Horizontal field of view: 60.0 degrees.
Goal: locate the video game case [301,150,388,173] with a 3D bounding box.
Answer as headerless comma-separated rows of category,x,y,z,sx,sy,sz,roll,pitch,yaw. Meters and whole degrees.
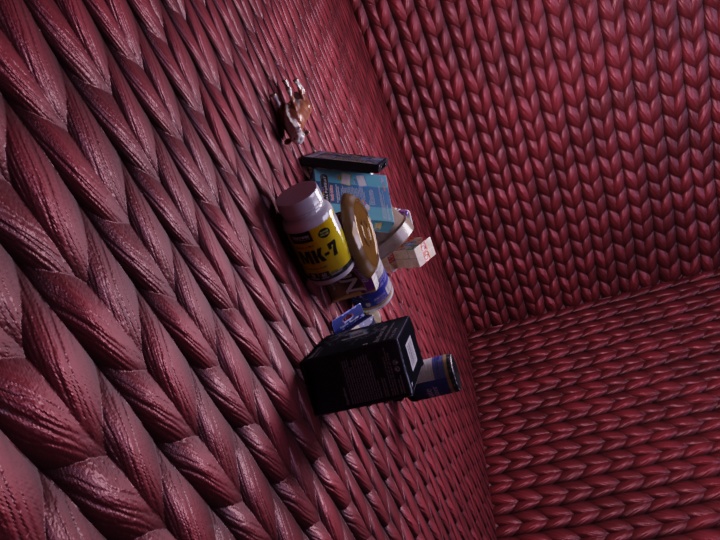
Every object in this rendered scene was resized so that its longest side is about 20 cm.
video game case,-0.036,-0.285,1.629,0.181,0.198,0.026,-58,153,-72

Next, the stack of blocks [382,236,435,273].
stack of blocks,0.108,-0.045,1.861,0.115,0.199,0.059,-39,115,-40

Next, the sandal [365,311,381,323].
sandal,0.025,0.073,1.762,0.081,0.053,0.201,-85,156,-56

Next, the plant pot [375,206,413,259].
plant pot,0.025,-0.136,1.767,0.174,0.199,0.200,54,19,-14

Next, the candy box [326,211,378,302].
candy box,-0.043,-0.034,1.480,0.057,0.115,0.202,-65,138,-69

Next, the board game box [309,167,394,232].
board game box,-0.023,-0.177,1.577,0.047,0.198,0.152,121,-33,-54

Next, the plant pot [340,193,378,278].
plant pot,0.003,-0.082,1.419,0.200,0.027,0.202,-16,90,-76

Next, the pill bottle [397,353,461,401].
pill bottle,0.185,0.318,1.819,0.112,0.198,0.113,-16,90,-76

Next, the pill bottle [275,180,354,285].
pill bottle,-0.096,-0.079,1.318,0.115,0.113,0.201,-86,156,-55

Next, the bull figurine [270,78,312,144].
bull figurine,-0.161,-0.384,1.500,0.201,0.064,0.122,-84,158,-58

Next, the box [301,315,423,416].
box,0.011,0.188,1.263,0.197,0.198,0.119,-39,113,-76

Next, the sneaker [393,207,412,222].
sneaker,0.082,-0.180,1.873,0.200,0.114,0.073,39,50,-34

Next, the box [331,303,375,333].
box,0.005,0.191,1.491,0.121,0.032,0.202,-30,104,-47

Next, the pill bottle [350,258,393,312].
pill bottle,0.000,0.000,1.605,0.120,0.118,0.201,-89,159,-50
